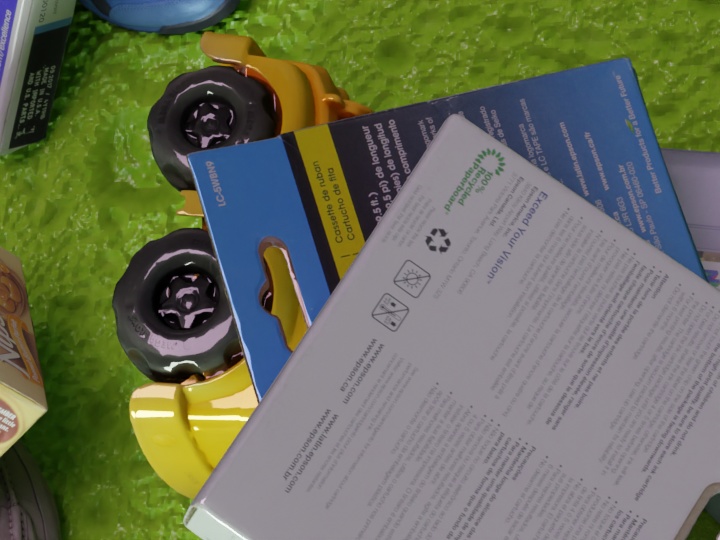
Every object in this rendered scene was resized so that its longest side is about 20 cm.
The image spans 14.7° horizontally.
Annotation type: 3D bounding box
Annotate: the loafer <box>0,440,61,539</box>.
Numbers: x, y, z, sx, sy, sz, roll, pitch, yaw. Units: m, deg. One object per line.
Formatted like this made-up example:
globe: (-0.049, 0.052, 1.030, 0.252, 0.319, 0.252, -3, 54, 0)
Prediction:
loafer: (-0.176, 0.141, 1.309, 0.070, 0.070, 0.200, -30, 58, 11)

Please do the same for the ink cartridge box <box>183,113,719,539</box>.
ink cartridge box: (0.065, 0.071, 1.096, 0.200, 0.041, 0.200, 34, 70, 2)

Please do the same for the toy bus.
toy bus: (0.000, 0.000, 1.263, 0.191, 0.136, 0.201, 0, 66, 17)

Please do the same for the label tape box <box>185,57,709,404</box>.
label tape box: (0.038, 0.005, 1.172, 0.199, 0.063, 0.145, -12, 71, -13)

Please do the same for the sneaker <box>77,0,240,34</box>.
sneaker: (-0.147, -0.183, 1.432, 0.200, 0.078, 0.066, 30, 79, 29)

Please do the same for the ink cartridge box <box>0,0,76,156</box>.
ink cartridge box: (-0.217, -0.192, 1.420, 0.200, 0.043, 0.199, 36, 126, 28)

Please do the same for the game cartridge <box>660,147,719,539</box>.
game cartridge: (0.144, 0.041, 1.238, 0.133, 0.041, 0.201, 4, 70, 29)

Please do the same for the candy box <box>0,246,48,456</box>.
candy box: (-0.236, 0.081, 1.321, 0.200, 0.055, 0.116, -43, 37, 19)

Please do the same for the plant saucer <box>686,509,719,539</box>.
plant saucer: (0.085, 0.184, 1.170, 0.200, 0.048, 0.200, -47, 64, 7)
